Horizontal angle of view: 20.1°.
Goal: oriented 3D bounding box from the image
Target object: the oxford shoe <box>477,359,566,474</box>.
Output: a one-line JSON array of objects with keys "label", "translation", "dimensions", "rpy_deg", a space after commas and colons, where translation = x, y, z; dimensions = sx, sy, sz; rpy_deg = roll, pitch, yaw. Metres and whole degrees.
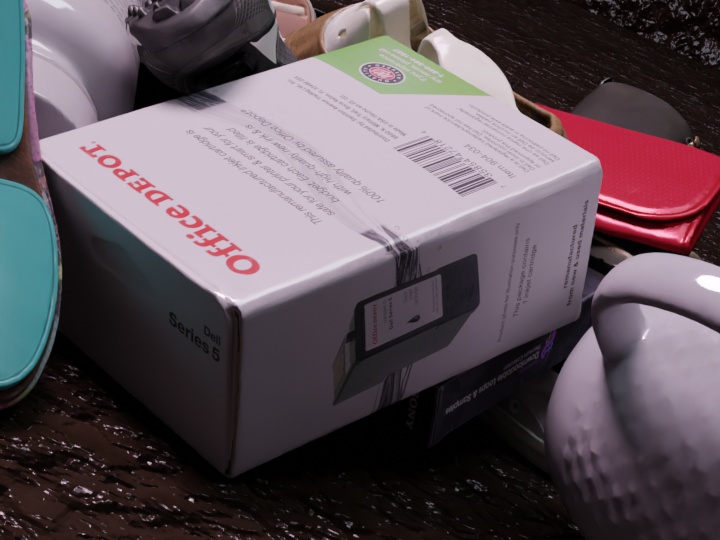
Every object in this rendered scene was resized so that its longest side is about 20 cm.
[{"label": "oxford shoe", "translation": [0.064, 0.036, 1.000], "dimensions": [0.075, 0.058, 0.200], "rpy_deg": [6, 22, -46]}]

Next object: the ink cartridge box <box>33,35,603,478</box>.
[{"label": "ink cartridge box", "translation": [-0.020, -0.014, 0.854], "dimensions": [0.199, 0.085, 0.145], "rpy_deg": [-21, 41, -36]}]

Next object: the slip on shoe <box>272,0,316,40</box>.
[{"label": "slip on shoe", "translation": [-0.120, -0.145, 1.090], "dimensions": [0.198, 0.077, 0.061], "rpy_deg": [15, -18, -1]}]

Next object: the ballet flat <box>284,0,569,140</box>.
[{"label": "ballet flat", "translation": [0.031, -0.089, 0.963], "dimensions": [0.068, 0.073, 0.200], "rpy_deg": [-31, 50, -21]}]

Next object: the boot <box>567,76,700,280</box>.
[{"label": "boot", "translation": [0.154, -0.019, 1.008], "dimensions": [0.200, 0.078, 0.138], "rpy_deg": [38, 56, 22]}]

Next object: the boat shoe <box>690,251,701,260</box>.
[{"label": "boat shoe", "translation": [0.190, 0.017, 1.243], "dimensions": [0.199, 0.065, 0.073], "rpy_deg": [30, 17, 26]}]

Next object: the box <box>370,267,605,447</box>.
[{"label": "box", "translation": [0.000, 0.000, 0.950], "dimensions": [0.199, 0.036, 0.143], "rpy_deg": [29, 36, 28]}]

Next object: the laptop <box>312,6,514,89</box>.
[{"label": "laptop", "translation": [-0.022, -0.129, 1.341], "dimensions": [0.176, 0.200, 0.104], "rpy_deg": [18, 53, -21]}]

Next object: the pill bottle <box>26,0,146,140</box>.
[{"label": "pill bottle", "translation": [-0.160, -0.097, 0.948], "dimensions": [0.114, 0.115, 0.201], "rpy_deg": [20, 31, -14]}]

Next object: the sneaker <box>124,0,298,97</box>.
[{"label": "sneaker", "translation": [-0.058, -0.095, 0.944], "dimensions": [0.091, 0.066, 0.200], "rpy_deg": [59, 1, -4]}]

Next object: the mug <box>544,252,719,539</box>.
[{"label": "mug", "translation": [0.157, 0.066, 0.803], "dimensions": [0.175, 0.148, 0.200], "rpy_deg": [25, -24, 42]}]

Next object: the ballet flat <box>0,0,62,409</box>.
[{"label": "ballet flat", "translation": [-0.158, -0.031, 0.794], "dimensions": [0.069, 0.071, 0.202], "rpy_deg": [11, 61, -37]}]

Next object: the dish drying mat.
[{"label": "dish drying mat", "translation": [0.079, -0.059, 0.997], "dimensions": [0.199, 0.018, 0.077], "rpy_deg": [17, 41, 22]}]

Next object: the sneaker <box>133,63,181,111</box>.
[{"label": "sneaker", "translation": [-0.149, -0.116, 1.167], "dimensions": [0.113, 0.076, 0.200], "rpy_deg": [18, 22, -24]}]
